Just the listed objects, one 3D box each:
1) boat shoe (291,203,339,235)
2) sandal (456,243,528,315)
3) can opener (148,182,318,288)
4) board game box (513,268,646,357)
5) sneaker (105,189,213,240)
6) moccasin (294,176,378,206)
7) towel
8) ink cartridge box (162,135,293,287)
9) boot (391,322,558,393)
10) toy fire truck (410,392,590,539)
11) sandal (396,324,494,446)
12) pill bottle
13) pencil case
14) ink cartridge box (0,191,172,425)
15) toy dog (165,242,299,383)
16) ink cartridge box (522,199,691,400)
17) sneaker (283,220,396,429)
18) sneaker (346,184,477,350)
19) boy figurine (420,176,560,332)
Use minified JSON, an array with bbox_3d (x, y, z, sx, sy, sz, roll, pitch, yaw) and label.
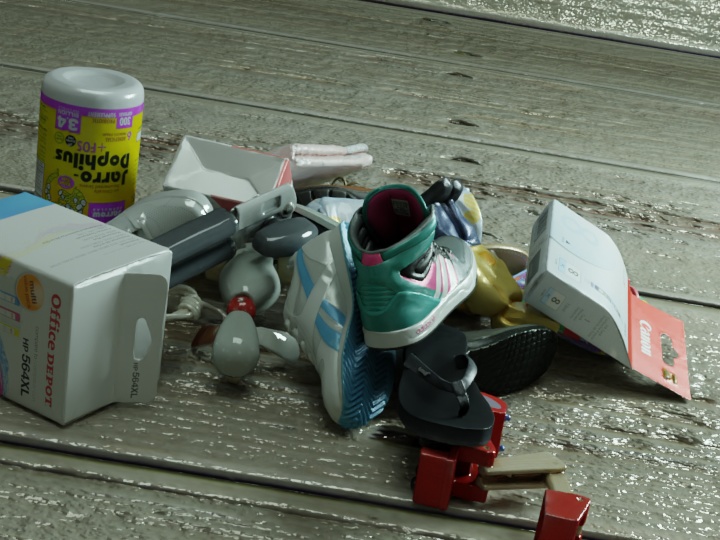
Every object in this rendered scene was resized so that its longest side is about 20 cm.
[{"bbox_3d":[0.000,0.000,1.350,0.199,0.061,0.076,31,5,0],"label":"boat shoe"},{"bbox_3d":[0.101,0.020,1.437,0.210,0.078,0.070,3,46,-30],"label":"sandal"},{"bbox_3d":[-0.126,-0.026,1.241,0.199,0.053,0.066,-24,46,-35],"label":"can opener"},{"bbox_3d":[0.254,0.023,1.458,0.157,0.039,0.199,34,30,22],"label":"board game box"},{"bbox_3d":[-0.237,-0.008,1.284,0.198,0.074,0.116,-21,18,17],"label":"sneaker"},{"bbox_3d":[-0.004,-0.068,1.538,0.199,0.075,0.078,-5,11,-25],"label":"moccasin"},{"bbox_3d":[-0.109,-0.103,1.524,0.198,0.033,0.190,-19,-5,29],"label":"towel"},{"bbox_3d":[-0.129,-0.048,1.413,0.115,0.201,0.068,13,62,10],"label":"ink cartridge box"},{"bbox_3d":[0.083,0.062,1.284,0.198,0.068,0.130,-9,33,-35],"label":"boot"},{"bbox_3d":[0.114,0.160,1.082,0.139,0.049,0.200,12,20,8],"label":"toy fire truck"},{"bbox_3d":[0.065,0.085,1.120,0.075,0.043,0.201,4,23,-8],"label":"sandal"},{"bbox_3d":[-0.281,-0.100,1.384,0.103,0.202,0.104,7,21,-3],"label":"pill bottle"},{"bbox_3d":[0.034,-0.041,1.459,0.198,0.092,0.083,-7,37,-23],"label":"pencil case"},{"bbox_3d":[-0.261,0.032,1.150,0.198,0.130,0.125,19,24,28],"label":"ink cartridge box"},{"bbox_3d":[-0.113,0.043,1.277,0.131,0.097,0.200,18,37,17],"label":"toy dog"},{"bbox_3d":[0.261,0.027,1.366,0.199,0.047,0.160,31,29,-6],"label":"ink cartridge box"},{"bbox_3d":[-0.022,0.057,1.213,0.076,0.080,0.202,36,37,-42],"label":"sneaker"},{"bbox_3d":[0.046,-0.023,1.205,0.083,0.122,0.200,-1,22,23],"label":"sneaker"},{"bbox_3d":[0.124,0.002,1.358,0.201,0.064,0.124,55,19,18],"label":"boy figurine"}]
